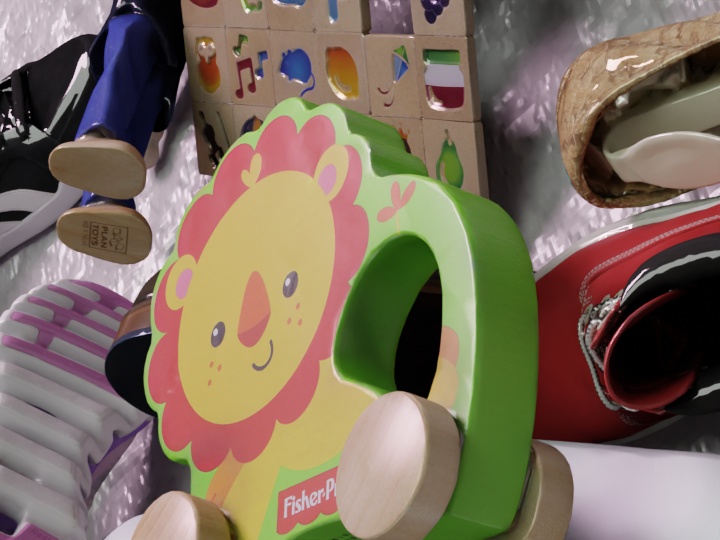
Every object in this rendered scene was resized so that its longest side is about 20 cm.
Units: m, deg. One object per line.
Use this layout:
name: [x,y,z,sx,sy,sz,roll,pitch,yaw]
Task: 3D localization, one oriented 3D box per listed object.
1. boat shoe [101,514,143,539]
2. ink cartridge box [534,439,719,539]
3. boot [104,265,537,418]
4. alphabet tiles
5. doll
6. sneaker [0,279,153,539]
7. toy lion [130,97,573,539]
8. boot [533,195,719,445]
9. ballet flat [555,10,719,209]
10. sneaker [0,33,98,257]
boat shoe: [-0.130,0.181,1.152,0.068,0.072,0.201,44,113,51]
ink cartridge box: [0.086,0.156,0.872,0.199,0.041,0.201,1,72,35]
boot: [0.000,0.000,1.064,0.199,0.075,0.097,-4,44,23]
alphabet tiles: [-0.015,-0.083,1.131,0.200,0.008,0.168,9,108,53]
doll: [-0.098,-0.095,1.238,0.137,0.048,0.200,90,-172,-46]
sneaker: [-0.144,0.085,1.173,0.089,0.080,0.200,-61,3,40]
toy lion: [-0.012,0.025,0.934,0.200,0.068,0.192,-26,53,48]
boot: [0.085,0.025,0.893,0.200,0.144,0.073,-28,89,40]
ballet flat: [0.151,-0.064,0.907,0.200,0.071,0.065,-23,34,34]
sneaker: [-0.208,-0.054,1.337,0.200,0.112,0.073,-44,43,28]
